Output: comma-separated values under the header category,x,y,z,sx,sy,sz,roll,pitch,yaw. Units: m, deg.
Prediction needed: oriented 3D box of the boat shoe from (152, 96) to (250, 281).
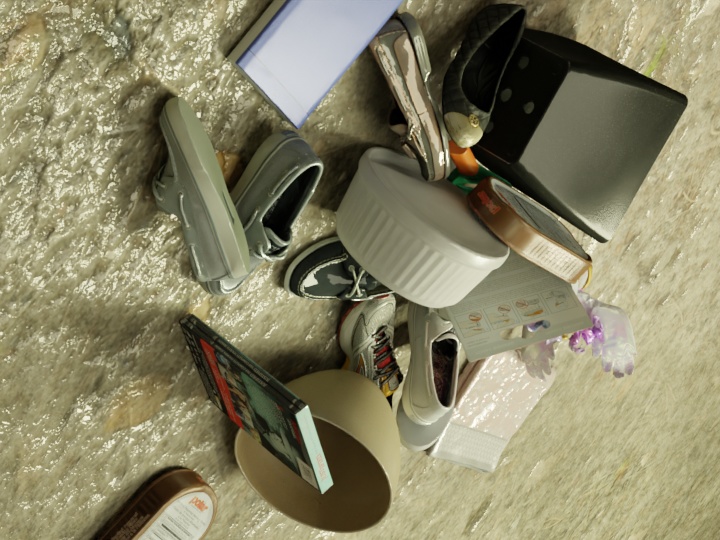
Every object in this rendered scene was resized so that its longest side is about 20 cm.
category,x,y,z,sx,sy,sz,roll,pitch,yaw
boat shoe,-0.172,-0.074,1.500,0.071,0.070,0.201,-15,116,7

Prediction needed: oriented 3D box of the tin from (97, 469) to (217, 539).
category,x,y,z,sx,sy,sz,roll,pitch,yaw
tin,-0.249,0.321,1.754,0.200,0.042,0.112,-47,148,-10

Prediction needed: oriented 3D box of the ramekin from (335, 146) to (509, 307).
category,x,y,z,sx,sy,sz,roll,pitch,yaw
ramekin,0.062,-0.043,1.697,0.202,0.202,0.094,10,123,-51

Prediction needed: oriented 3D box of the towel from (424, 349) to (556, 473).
category,x,y,z,sx,sy,sz,roll,pitch,yaw
towel,0.186,0.198,2.152,0.200,0.032,0.191,25,98,-54

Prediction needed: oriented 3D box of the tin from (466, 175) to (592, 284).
category,x,y,z,sx,sy,sz,roll,pitch,yaw
tin,0.201,-0.049,1.765,0.042,0.112,0.200,-50,139,13

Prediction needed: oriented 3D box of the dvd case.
category,x,y,z,sx,sy,sz,roll,pitch,yaw
dvd case,-0.114,0.145,1.636,0.022,0.200,0.146,-38,140,-21

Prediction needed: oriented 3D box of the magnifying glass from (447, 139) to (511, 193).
category,x,y,z,sx,sy,sz,roll,pitch,yaw
magnifying glass,0.132,-0.116,1.778,0.200,0.079,0.022,41,59,-71

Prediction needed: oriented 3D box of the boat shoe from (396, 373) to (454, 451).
category,x,y,z,sx,sy,sz,roll,pitch,yaw
boat shoe,0.087,0.150,1.913,0.057,0.069,0.200,113,-4,-54

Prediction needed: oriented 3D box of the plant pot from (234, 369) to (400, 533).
category,x,y,z,sx,sy,sz,roll,pitch,yaw
plant pot,-0.033,0.197,1.802,0.135,0.200,0.201,-59,155,-45

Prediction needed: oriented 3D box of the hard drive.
category,x,y,z,sx,sy,sz,roll,pitch,yaw
hard drive,-0.037,-0.258,1.549,0.200,0.025,0.132,-51,143,-4

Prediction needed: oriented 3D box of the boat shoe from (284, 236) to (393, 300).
category,x,y,z,sx,sy,sz,roll,pitch,yaw
boat shoe,0.000,0.000,1.765,0.200,0.060,0.076,-18,130,-39

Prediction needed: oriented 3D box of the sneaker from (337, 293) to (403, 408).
category,x,y,z,sx,sy,sz,roll,pitch,yaw
sneaker,0.023,0.110,1.859,0.078,0.082,0.200,-24,133,-35

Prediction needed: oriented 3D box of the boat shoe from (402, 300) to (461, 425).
category,x,y,z,sx,sy,sz,roll,pitch,yaw
boat shoe,0.096,0.091,1.859,0.072,0.068,0.200,31,55,-26

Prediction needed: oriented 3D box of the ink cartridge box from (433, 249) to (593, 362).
category,x,y,z,sx,sy,sz,roll,pitch,yaw
ink cartridge box,0.174,0.034,1.829,0.162,0.200,0.050,-15,137,-8

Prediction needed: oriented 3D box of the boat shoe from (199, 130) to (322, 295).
category,x,y,z,sx,sy,sz,roll,pitch,yaw
boat shoe,-0.105,-0.048,1.583,0.070,0.072,0.201,7,119,-50

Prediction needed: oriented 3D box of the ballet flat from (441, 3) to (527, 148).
category,x,y,z,sx,sy,sz,roll,pitch,yaw
ballet flat,0.137,-0.224,1.679,0.066,0.057,0.200,37,56,-32

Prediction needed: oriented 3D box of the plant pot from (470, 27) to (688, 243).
category,x,y,z,sx,sy,sz,roll,pitch,yaw
plant pot,0.226,-0.181,1.779,0.177,0.200,0.200,21,102,-42

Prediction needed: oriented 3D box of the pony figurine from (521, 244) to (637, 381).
category,x,y,z,sx,sy,sz,roll,pitch,yaw
pony figurine,0.283,0.053,2.046,0.200,0.166,0.194,12,76,-66

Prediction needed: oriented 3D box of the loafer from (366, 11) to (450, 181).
category,x,y,z,sx,sy,sz,roll,pitch,yaw
loafer,0.049,-0.185,1.663,0.063,0.072,0.200,-22,119,-13
